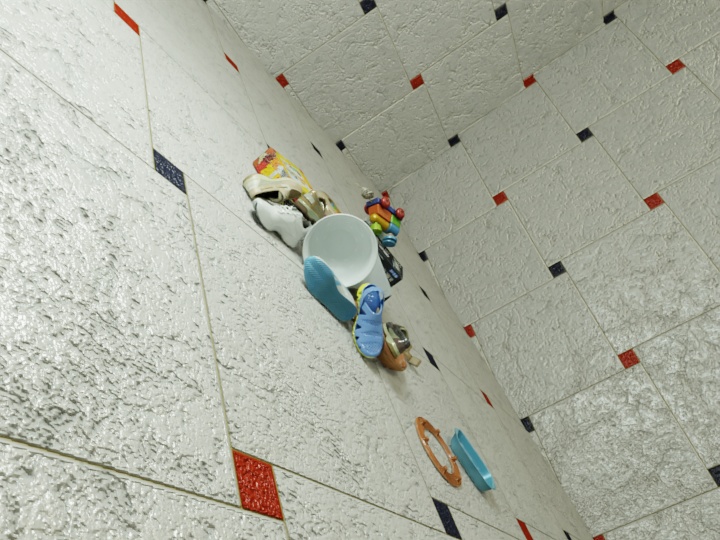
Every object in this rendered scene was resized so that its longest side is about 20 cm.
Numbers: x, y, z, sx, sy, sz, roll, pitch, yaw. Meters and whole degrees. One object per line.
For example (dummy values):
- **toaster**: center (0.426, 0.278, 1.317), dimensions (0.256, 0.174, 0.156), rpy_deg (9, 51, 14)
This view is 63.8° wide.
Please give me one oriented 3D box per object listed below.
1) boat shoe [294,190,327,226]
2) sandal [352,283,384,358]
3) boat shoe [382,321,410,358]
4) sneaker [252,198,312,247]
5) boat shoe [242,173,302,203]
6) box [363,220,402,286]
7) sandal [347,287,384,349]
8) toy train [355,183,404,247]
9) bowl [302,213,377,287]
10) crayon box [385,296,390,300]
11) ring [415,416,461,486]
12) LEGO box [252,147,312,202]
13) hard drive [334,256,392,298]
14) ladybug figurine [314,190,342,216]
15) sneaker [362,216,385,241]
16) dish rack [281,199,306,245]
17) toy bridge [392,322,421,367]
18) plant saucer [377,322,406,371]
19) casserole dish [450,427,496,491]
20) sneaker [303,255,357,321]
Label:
- **boat shoe**: center (-0.117, -0.164, 1.572), dimensions (0.072, 0.076, 0.200), rpy_deg (41, -4, 10)
- **sandal**: center (0.026, 0.122, 1.481), dimensions (0.087, 0.079, 0.202), rpy_deg (134, -44, -66)
- **boat shoe**: center (0.101, 0.183, 1.568), dimensions (0.200, 0.064, 0.074), rpy_deg (-103, 169, -76)
- **sneaker**: center (-0.200, -0.137, 1.475), dimensions (0.200, 0.087, 0.075), rpy_deg (36, 22, -54)
- **boat shoe**: center (-0.229, -0.210, 1.562), dimensions (0.199, 0.072, 0.065), rpy_deg (3, 57, -54)
- **box**: center (0.009, -0.020, 1.756), dimensions (0.200, 0.163, 0.086), rpy_deg (51, 18, -17)
- **sandal**: center (0.007, 0.127, 1.546), dimensions (0.055, 0.081, 0.202), rpy_deg (83, -13, -61)
- **toy train**: center (0.043, -0.157, 1.701), dimensions (0.199, 0.084, 0.117), rpy_deg (31, 54, -39)
- **bowl**: center (-0.054, -0.061, 1.558), dimensions (0.202, 0.200, 0.090), rpy_deg (50, 9, -14)
- **crayon box**: center (0.017, 0.016, 1.899), dimensions (0.201, 0.051, 0.127), rpy_deg (53, -6, -4)
- **ring**: center (0.209, 0.470, 1.517), dimensions (0.201, 0.019, 0.201), rpy_deg (52, 12, -15)
- **LEGO box**: center (-0.223, -0.268, 1.780), dimensions (0.150, 0.077, 0.200), rpy_deg (59, 12, 22)
- **hard drive**: center (0.000, 0.000, 1.651), dimensions (0.202, 0.131, 0.026), rpy_deg (69, -18, -7)
- **ladybug figurine**: center (-0.108, -0.192, 2.031), dimensions (0.201, 0.072, 0.136), rpy_deg (54, 12, -3)
- **sneaker**: center (-0.001, -0.077, 1.833), dimensions (0.118, 0.199, 0.074), rpy_deg (45, 38, -23)
- **dish rack**: center (-0.163, -0.117, 1.653), dimensions (0.200, 0.054, 0.154), rpy_deg (46, 13, -28)
- **toy bridge**: center (0.129, 0.230, 1.795), dimensions (0.067, 0.027, 0.201), rpy_deg (21, -29, 42)
- **plant saucer**: center (0.060, 0.205, 1.644), dimensions (0.201, 0.037, 0.200), rpy_deg (51, 11, -14)
- **casserole dish**: center (0.319, 0.551, 1.669), dimensions (0.201, 0.039, 0.121), rpy_deg (55, 12, 8)
- **sneaker**: center (-0.085, 0.040, 1.477), dimensions (0.201, 0.076, 0.081), rpy_deg (56, 2, -28)
